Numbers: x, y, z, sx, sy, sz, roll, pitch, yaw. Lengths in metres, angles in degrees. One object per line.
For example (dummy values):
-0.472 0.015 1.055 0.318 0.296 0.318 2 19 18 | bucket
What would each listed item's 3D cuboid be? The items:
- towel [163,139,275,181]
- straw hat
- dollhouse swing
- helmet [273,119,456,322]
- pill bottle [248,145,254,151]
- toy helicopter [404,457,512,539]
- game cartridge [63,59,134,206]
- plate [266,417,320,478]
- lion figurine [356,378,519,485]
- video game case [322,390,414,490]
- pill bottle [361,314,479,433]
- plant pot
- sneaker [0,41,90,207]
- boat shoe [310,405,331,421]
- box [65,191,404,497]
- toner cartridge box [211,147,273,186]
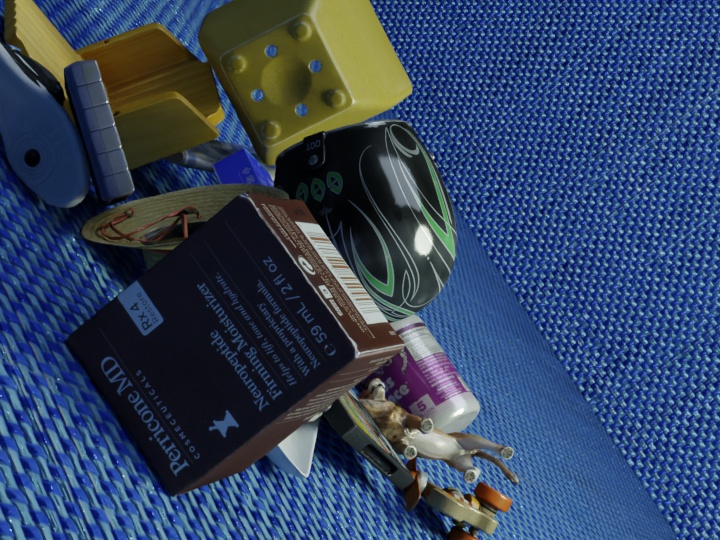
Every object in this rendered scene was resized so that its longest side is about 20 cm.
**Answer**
-0.168 -0.134 1.722 0.200 0.024 0.147 8 13 -43 | towel
-0.162 -0.016 1.419 0.201 0.201 0.085 -90 173 -72 | straw hat
-0.268 -0.234 1.602 0.200 0.181 0.176 -110 180 -56 | dollhouse swing
0.006 -0.040 1.492 0.200 0.200 0.191 10 63 -73 | helmet
-0.080 -0.078 1.972 0.200 0.113 0.113 42 15 -41 | pill bottle
0.098 0.264 1.699 0.132 0.079 0.200 31 -4 11 | toy helicopter
-0.251 -0.128 1.402 0.200 0.038 0.130 180 -110 -79 | game cartridge
-0.117 0.104 1.468 0.200 0.032 0.200 51 11 -10 | plate
0.083 0.200 1.730 0.200 0.073 0.122 30 -7 -20 | lion figurine
-0.031 0.136 1.618 0.200 0.025 0.181 52 1 34 | video game case
0.055 0.126 1.878 0.200 0.112 0.112 55 12 18 | pill bottle
-0.071 -0.230 1.678 0.196 0.194 0.200 62 12 -14 | plant pot
-0.299 -0.143 1.401 0.200 0.073 0.112 53 12 12 | sneaker
-0.074 0.095 1.424 0.200 0.063 0.073 30 28 -60 | boat shoe
-0.100 0.060 1.245 0.166 0.200 0.164 53 12 9 | box
-0.092 -0.027 1.599 0.200 0.043 0.095 65 5 17 | toner cartridge box
